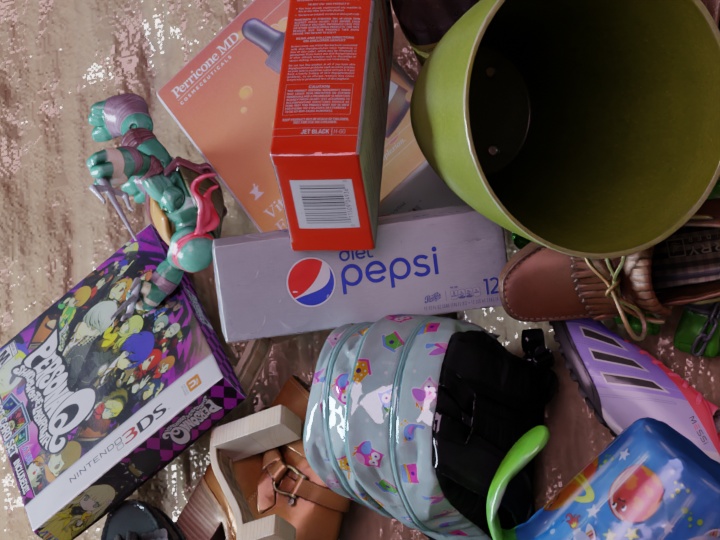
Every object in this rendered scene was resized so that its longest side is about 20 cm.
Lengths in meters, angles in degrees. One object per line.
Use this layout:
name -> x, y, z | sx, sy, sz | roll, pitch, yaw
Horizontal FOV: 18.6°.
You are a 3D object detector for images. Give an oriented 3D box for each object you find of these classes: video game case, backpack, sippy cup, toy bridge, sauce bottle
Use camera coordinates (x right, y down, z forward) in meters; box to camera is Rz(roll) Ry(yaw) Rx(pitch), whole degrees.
video game case -> -0.188, 0.083, 1.628 | 0.181, 0.036, 0.200 | -38, 40, 7
backpack -> 0.049, 0.106, 1.467 | 0.125, 0.200, 0.169 | -3, 74, 22
sippy cup -> 0.176, 0.169, 1.385 | 0.131, 0.177, 0.140 | -52, 46, 10
toy bridge -> -0.074, 0.116, 1.551 | 0.067, 0.027, 0.201 | -20, 49, 29
sauce bottle -> 0.057, -0.181, 1.551 | 0.065, 0.200, 0.067 | -6, 69, 16

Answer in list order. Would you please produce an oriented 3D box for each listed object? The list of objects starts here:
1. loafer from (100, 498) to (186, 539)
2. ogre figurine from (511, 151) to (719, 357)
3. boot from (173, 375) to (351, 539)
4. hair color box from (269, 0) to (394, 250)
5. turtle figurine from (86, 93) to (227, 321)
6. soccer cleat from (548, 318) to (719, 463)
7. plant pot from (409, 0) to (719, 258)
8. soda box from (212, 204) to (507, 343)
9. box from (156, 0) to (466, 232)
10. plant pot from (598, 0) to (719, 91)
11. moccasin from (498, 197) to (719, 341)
loafer -> -0.148, 0.235, 1.513 | 0.071, 0.063, 0.201 | -24, 50, 10
ogre figurine -> 0.185, -0.039, 1.518 | 0.200, 0.098, 0.121 | 42, 112, 43
boot -> -0.031, 0.182, 1.556 | 0.200, 0.077, 0.156 | 39, 91, 38
hair color box -> -0.016, -0.122, 1.471 | 0.061, 0.102, 0.201 | 0, 52, 8
turtle figurine -> -0.146, -0.041, 1.585 | 0.100, 0.151, 0.200 | -11, 34, -9
soccer cleat -> 0.201, 0.094, 1.482 | 0.073, 0.068, 0.201 | -37, 68, 8
plant pot -> 0.113, -0.106, 1.427 | 0.188, 0.186, 0.200 | -66, 20, -6
soda box -> 0.000, 0.000, 1.499 | 0.198, 0.063, 0.069 | -8, 96, -3
box -> -0.026, -0.097, 1.615 | 0.152, 0.106, 0.200 | -43, 63, 6
plant pot -> 0.212, -0.184, 1.514 | 0.199, 0.187, 0.188 | 14, 80, 39
moccasin -> 0.188, 0.000, 1.428 | 0.199, 0.078, 0.074 | -5, 108, 11
